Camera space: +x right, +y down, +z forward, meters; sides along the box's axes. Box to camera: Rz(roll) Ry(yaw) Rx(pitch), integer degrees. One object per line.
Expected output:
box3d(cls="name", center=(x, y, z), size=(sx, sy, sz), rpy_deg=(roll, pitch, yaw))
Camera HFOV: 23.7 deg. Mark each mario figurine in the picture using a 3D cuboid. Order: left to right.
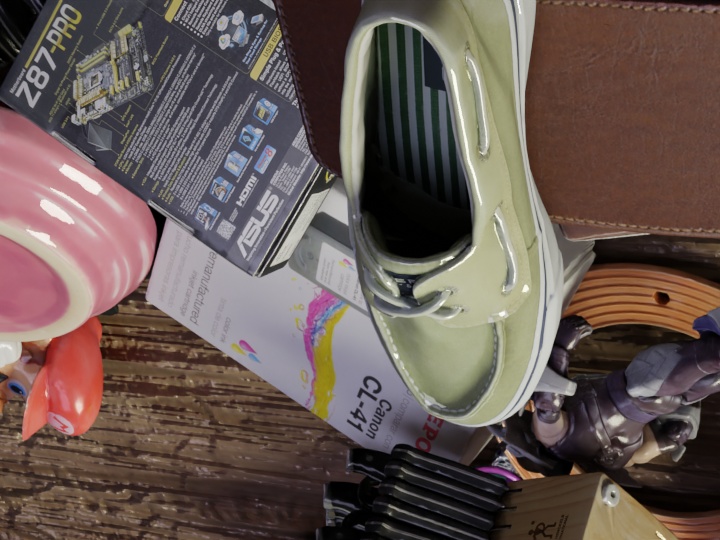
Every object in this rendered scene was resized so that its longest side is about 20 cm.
box3d(cls="mario figurine", center=(-0.248, 0.041, 1.053), size=(0.200, 0.123, 0.106), rpy_deg=(35, 108, 8))

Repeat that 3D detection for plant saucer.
box3d(cls="plant saucer", center=(-0.209, -0.019, 0.902), size=(0.200, 0.051, 0.201), rpy_deg=(7, 151, 4))

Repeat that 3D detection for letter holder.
box3d(cls="letter holder", center=(0.090, -0.055, 0.577), size=(0.199, 0.101, 0.143), rpy_deg=(8, 130, 26))

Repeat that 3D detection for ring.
box3d(cls="ring", center=(0.161, 0.077, 0.921), size=(0.200, 0.019, 0.201), rpy_deg=(15, 130, 18))

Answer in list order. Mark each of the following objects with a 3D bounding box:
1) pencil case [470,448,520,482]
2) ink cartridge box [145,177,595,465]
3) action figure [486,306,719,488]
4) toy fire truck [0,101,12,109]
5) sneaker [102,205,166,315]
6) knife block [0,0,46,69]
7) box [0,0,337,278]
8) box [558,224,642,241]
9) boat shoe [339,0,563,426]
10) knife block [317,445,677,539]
box3d(cls="pencil case", center=(0.024, 0.181, 1.030), size=(0.092, 0.085, 0.200), rpy_deg=(36, 135, -23))
box3d(cls="ink cartridge box", center=(0.000, 0.000, 0.895), size=(0.200, 0.086, 0.148), rpy_deg=(34, 132, 13))
box3d(cls="action figure", center=(0.145, 0.052, 0.825), size=(0.200, 0.130, 0.070), rpy_deg=(-31, 64, 35))
box3d(cls="toy fire truck", center=(-0.259, -0.152, 0.897), size=(0.200, 0.049, 0.141), rpy_deg=(52, 175, 26))
box3d(cls="sneaker", center=(-0.128, -0.044, 0.966), size=(0.087, 0.076, 0.200), rpy_deg=(32, 139, -14))
box3d(cls="knife block", center=(-0.221, -0.207, 0.885), size=(0.199, 0.064, 0.176), rpy_deg=(27, 132, 8))
box3d(cls="box", center=(-0.057, -0.122, 0.802), size=(0.161, 0.049, 0.200), rpy_deg=(33, 105, 8))
box3d(cls="box", center=(0.144, -0.142, 0.662), size=(0.164, 0.166, 0.200), rpy_deg=(-6, 121, 33))
box3d(cls="boat shoe", center=(0.020, -0.018, 0.535), size=(0.072, 0.062, 0.201), rpy_deg=(12, 135, 23))
box3d(cls="knife block", center=(0.076, 0.159, 0.857), size=(0.200, 0.064, 0.175), rpy_deg=(40, 147, -28))
